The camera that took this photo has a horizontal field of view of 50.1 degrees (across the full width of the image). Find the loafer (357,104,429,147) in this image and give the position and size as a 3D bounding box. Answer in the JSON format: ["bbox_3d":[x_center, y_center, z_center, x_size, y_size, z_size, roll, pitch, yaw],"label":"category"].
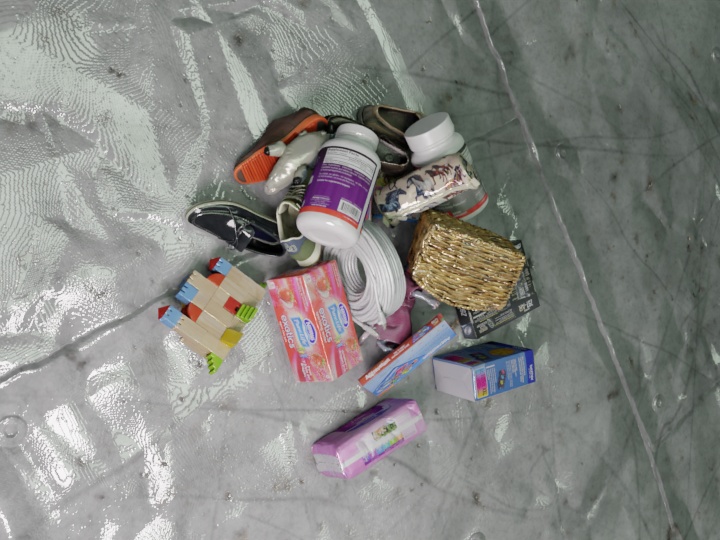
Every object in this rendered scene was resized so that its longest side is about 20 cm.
[{"bbox_3d":[0.092,-0.294,1.562,0.199,0.063,0.072,7,83,-31],"label":"loafer"}]

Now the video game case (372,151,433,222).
[{"bbox_3d":[0.083,-0.174,1.579,0.199,0.018,0.144,5,86,-31],"label":"video game case"}]

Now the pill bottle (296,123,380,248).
[{"bbox_3d":[-0.032,-0.147,1.328,0.112,0.112,0.201,26,70,-27],"label":"pill bottle"}]

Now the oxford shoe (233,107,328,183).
[{"bbox_3d":[-0.156,-0.231,1.419,0.200,0.073,0.071,-35,144,-15],"label":"oxford shoe"}]

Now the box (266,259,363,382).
[{"bbox_3d":[-0.081,0.092,1.405,0.102,0.094,0.201,-26,104,-51],"label":"box"}]

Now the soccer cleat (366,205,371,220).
[{"bbox_3d":[0.002,-0.137,1.472,0.076,0.066,0.201,-36,132,-41],"label":"soccer cleat"}]

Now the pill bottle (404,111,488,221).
[{"bbox_3d":[0.169,-0.204,1.541,0.114,0.114,0.201,-41,117,-26],"label":"pill bottle"}]

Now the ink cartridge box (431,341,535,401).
[{"bbox_3d":[0.269,0.203,1.606,0.199,0.136,0.077,-9,98,-31],"label":"ink cartridge box"}]

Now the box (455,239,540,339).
[{"bbox_3d":[0.290,0.039,1.679,0.199,0.043,0.161,-24,100,-30],"label":"box"}]

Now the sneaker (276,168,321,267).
[{"bbox_3d":[-0.110,-0.113,1.387,0.090,0.067,0.201,40,43,-54],"label":"sneaker"}]

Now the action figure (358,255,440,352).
[{"bbox_3d":[0.076,0.064,1.534,0.148,0.134,0.201,9,84,-3],"label":"action figure"}]

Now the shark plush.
[{"bbox_3d":[-0.102,-0.217,1.401,0.091,0.083,0.200,33,66,8],"label":"shark plush"}]

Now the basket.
[{"bbox_3d":[0.192,-0.014,1.481,0.199,0.149,0.143,19,104,-9],"label":"basket"}]

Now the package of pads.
[{"bbox_3d":[0.015,0.317,1.457,0.199,0.120,0.076,-27,96,-29],"label":"package of pads"}]

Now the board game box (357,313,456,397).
[{"bbox_3d":[0.092,0.166,1.486,0.200,0.019,0.103,-39,150,2],"label":"board game box"}]

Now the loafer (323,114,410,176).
[{"bbox_3d":[0.014,-0.249,1.490,0.199,0.071,0.073,22,81,-12],"label":"loafer"}]

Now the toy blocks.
[{"bbox_3d":[-0.260,0.059,1.326,0.136,0.100,0.201,38,59,-15],"label":"toy blocks"}]

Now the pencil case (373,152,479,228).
[{"bbox_3d":[0.126,-0.152,1.458,0.078,0.199,0.090,42,30,-50],"label":"pencil case"}]

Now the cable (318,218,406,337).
[{"bbox_3d":[0.000,0.000,1.415,0.069,0.200,0.201,-19,122,-35],"label":"cable"}]

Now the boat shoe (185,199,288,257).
[{"bbox_3d":[-0.212,-0.072,1.359,0.199,0.075,0.063,18,45,-33],"label":"boat shoe"}]
